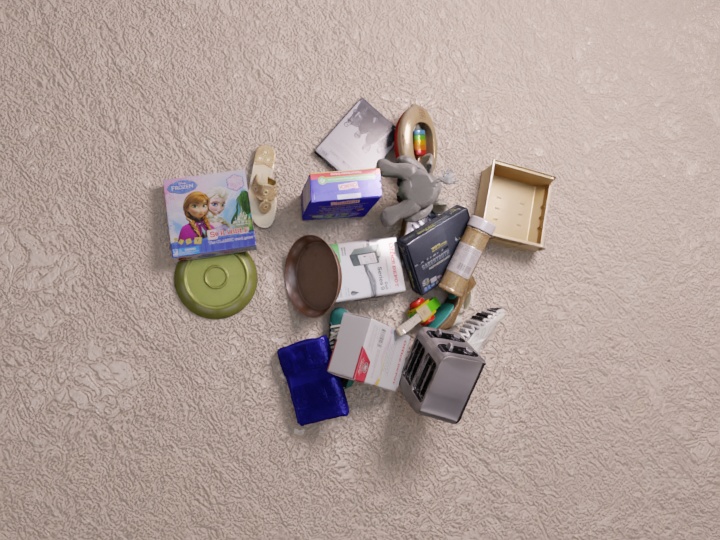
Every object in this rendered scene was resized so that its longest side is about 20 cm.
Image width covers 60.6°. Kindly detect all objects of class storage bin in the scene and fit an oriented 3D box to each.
[{"bbox_3d":[0.412,-0.166,1.647,0.198,0.094,0.201,13,80,-10],"label":"storage bin"}]

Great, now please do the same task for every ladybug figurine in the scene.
[{"bbox_3d":[0.138,-0.330,1.606,0.136,0.072,0.201,-3,93,-43],"label":"ladybug figurine"}]

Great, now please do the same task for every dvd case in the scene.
[{"bbox_3d":[-0.003,-0.334,1.614,0.150,0.025,0.200,41,77,-5],"label":"dvd case"}]

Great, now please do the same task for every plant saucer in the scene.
[{"bbox_3d":[-0.109,0.013,1.482,0.034,0.200,0.201,-5,83,-45],"label":"plant saucer"},{"bbox_3d":[-0.350,0.017,1.495,0.199,0.031,0.201,2,83,-12],"label":"plant saucer"}]

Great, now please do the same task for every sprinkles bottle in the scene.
[{"bbox_3d":[0.266,-0.036,1.542,0.068,0.068,0.200,25,93,-8],"label":"sprinkles bottle"}]

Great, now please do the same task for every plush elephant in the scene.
[{"bbox_3d":[0.140,-0.200,1.509,0.199,0.155,0.165,-12,89,8],"label":"plush elephant"}]

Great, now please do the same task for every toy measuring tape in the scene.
[{"bbox_3d":[0.133,0.120,1.546,0.200,0.074,0.074,-33,91,-44],"label":"toy measuring tape"}]

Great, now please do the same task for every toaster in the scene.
[{"bbox_3d":[0.187,0.250,1.465,0.118,0.181,0.200,17,103,-17],"label":"toaster"}]

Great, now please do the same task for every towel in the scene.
[{"bbox_3d":[-0.118,0.265,1.468,0.147,0.050,0.201,-20,86,27],"label":"towel"}]

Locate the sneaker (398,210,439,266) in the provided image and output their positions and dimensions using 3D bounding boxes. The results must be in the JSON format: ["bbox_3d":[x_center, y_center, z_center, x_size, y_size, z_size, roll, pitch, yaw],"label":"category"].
[{"bbox_3d":[0.160,-0.100,1.597,0.108,0.070,0.201,14,78,-8],"label":"sneaker"}]

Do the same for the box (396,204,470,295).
[{"bbox_3d":[0.201,-0.052,1.569,0.200,0.051,0.158,-30,120,-18],"label":"box"}]

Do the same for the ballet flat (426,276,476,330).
[{"bbox_3d":[0.246,0.094,1.603,0.072,0.068,0.200,37,73,-25],"label":"ballet flat"}]

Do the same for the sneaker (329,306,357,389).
[{"bbox_3d":[-0.049,0.189,1.502,0.071,0.080,0.201,-10,85,28],"label":"sneaker"}]

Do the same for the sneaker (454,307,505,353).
[{"bbox_3d":[0.298,0.170,1.598,0.200,0.075,0.081,-37,100,-6],"label":"sneaker"}]

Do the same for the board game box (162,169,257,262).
[{"bbox_3d":[-0.362,-0.134,1.484,0.199,0.041,0.200,-10,77,-9],"label":"board game box"}]

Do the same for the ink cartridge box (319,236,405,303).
[{"bbox_3d":[0.000,0.000,1.543,0.199,0.084,0.146,-9,84,-13],"label":"ink cartridge box"}]

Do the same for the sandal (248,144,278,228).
[{"bbox_3d":[-0.241,-0.215,1.526,0.077,0.070,0.212,3,83,-11],"label":"sandal"}]

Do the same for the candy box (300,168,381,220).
[{"bbox_3d":[-0.052,-0.181,1.495,0.169,0.200,0.077,-5,84,-13],"label":"candy box"}]

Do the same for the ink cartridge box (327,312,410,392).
[{"bbox_3d":[0.024,0.198,1.469,0.083,0.200,0.146,9,77,34],"label":"ink cartridge box"}]
